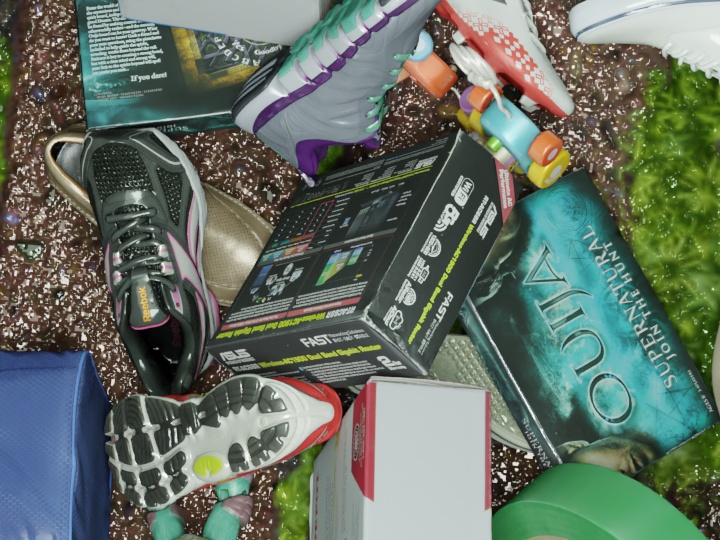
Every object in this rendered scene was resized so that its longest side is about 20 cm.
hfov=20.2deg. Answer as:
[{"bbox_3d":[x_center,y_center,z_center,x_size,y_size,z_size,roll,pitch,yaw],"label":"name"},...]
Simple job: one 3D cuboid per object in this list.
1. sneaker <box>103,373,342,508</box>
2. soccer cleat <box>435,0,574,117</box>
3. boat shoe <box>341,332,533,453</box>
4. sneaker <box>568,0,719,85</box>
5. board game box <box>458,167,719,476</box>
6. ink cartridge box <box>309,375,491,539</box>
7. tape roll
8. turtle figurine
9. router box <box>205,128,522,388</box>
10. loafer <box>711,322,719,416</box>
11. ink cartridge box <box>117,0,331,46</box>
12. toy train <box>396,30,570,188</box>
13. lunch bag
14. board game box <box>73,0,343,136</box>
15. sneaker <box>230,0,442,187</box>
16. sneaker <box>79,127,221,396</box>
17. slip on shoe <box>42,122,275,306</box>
[{"bbox_3d":[-0.092,0.113,1.347,0.199,0.085,0.078,-12,84,42],"label":"sneaker"},{"bbox_3d":[0.091,-0.194,1.420,0.085,0.069,0.200,-43,80,5],"label":"soccer cleat"},{"bbox_3d":[0.072,0.082,1.404,0.198,0.062,0.075,15,71,-14],"label":"boat shoe"},{"bbox_3d":[0.245,-0.165,1.403,0.198,0.073,0.071,-5,83,4],"label":"sneaker"},{"bbox_3d":[0.146,0.045,1.383,0.135,0.028,0.201,-27,85,-27],"label":"board game box"},{"bbox_3d":[0.022,0.168,1.307,0.082,0.200,0.147,4,70,-10],"label":"ink cartridge box"},{"bbox_3d":[0.167,0.221,1.308,0.048,0.200,0.201,-34,84,-31],"label":"tape roll"},{"bbox_3d":[-0.107,0.220,1.375,0.148,0.101,0.202,-2,64,-1],"label":"turtle figurine"},{"bbox_3d":[0.000,0.000,1.328,0.062,0.199,0.150,41,63,-22],"label":"router box"},{"bbox_3d":[0.288,0.035,1.378,0.076,0.067,0.202,2,85,-31],"label":"loafer"},{"bbox_3d":[-0.080,-0.269,1.401,0.145,0.084,0.202,9,71,4],"label":"ink cartridge box"},{"bbox_3d":[0.063,-0.110,1.369,0.150,0.200,0.056,43,91,-19],"label":"toy train"},{"bbox_3d":[-0.243,0.144,1.372,0.131,0.136,0.201,-3,59,3],"label":"lunch bag"},{"bbox_3d":[-0.099,-0.165,1.424,0.198,0.028,0.136,-7,69,-3],"label":"board game box"},{"bbox_3d":[0.007,-0.133,1.331,0.088,0.075,0.200,45,129,-16],"label":"sneaker"},{"bbox_3d":[-0.139,0.000,1.371,0.080,0.087,0.201,-13,115,10],"label":"sneaker"},{"bbox_3d":[-0.138,-0.040,1.429,0.199,0.061,0.076,36,90,5],"label":"slip on shoe"}]
